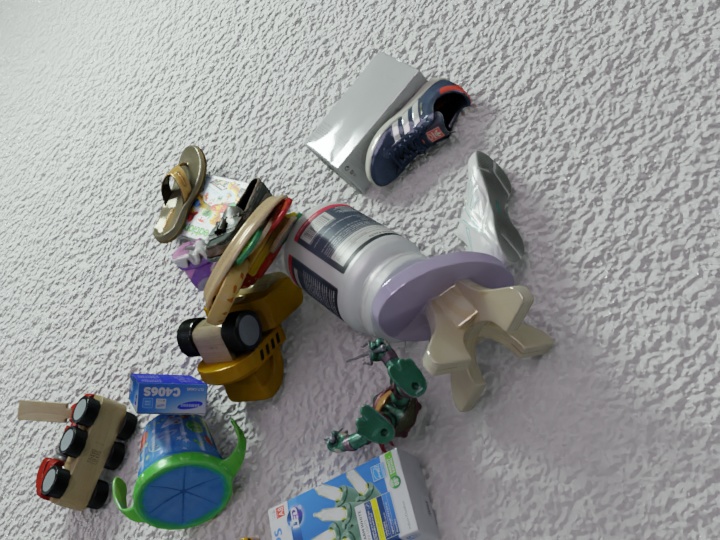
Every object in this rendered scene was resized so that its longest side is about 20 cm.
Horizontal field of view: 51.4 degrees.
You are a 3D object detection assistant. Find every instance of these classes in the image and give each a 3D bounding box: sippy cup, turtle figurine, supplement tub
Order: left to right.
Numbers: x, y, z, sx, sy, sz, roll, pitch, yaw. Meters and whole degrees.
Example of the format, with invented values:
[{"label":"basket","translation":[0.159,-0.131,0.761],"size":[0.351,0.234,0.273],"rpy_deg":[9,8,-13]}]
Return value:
[{"label":"sippy cup","translation":[-0.260,0.275,1.072],"size":[0.131,0.177,0.140],"rpy_deg":[-118,38,-52]},{"label":"supplement tub","translation":[0.000,0.000,1.028],"size":[0.200,0.140,0.141],"rpy_deg":[34,86,43]},{"label":"turtle figurine","translation":[0.025,0.160,0.913],"size":[0.100,0.200,0.151],"rpy_deg":[19,78,-4]}]

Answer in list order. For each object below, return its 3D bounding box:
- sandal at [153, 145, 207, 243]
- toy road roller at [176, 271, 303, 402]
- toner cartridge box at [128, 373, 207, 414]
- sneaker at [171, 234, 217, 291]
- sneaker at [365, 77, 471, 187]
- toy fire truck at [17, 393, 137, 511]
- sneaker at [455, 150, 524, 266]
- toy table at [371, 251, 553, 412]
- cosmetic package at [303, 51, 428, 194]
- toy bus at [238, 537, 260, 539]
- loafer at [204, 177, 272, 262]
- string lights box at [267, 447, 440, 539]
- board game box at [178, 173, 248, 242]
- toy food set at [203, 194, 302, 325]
[{"label":"sandal","translation":[-0.338,-0.147,1.370],"size":[0.080,0.054,0.201],"rpy_deg":[2,66,38]},{"label":"toy road roller","translation":[-0.164,0.105,1.122],"size":[0.122,0.147,0.200],"rpy_deg":[-10,22,32]},{"label":"toner cartridge box","translation":[-0.286,0.179,1.097],"size":[0.200,0.094,0.043],"rpy_deg":[168,104,-70]},{"label":"sneaker","translation":[-0.206,-0.025,1.242],"size":[0.199,0.089,0.081],"rpy_deg":[-21,22,-1]},{"label":"sneaker","translation":[0.089,-0.204,1.127],"size":[0.200,0.075,0.084],"rpy_deg":[-53,43,-2]},{"label":"toy fire truck","translation":[-0.495,0.287,1.245],"size":[0.199,0.128,0.177],"rpy_deg":[-2,63,48]},{"label":"sneaker","translation":[0.161,-0.079,1.008],"size":[0.080,0.070,0.201],"rpy_deg":[-38,39,39]},{"label":"toy table","translation":[0.124,0.064,0.879],"size":[0.199,0.185,0.117],"rpy_deg":[-15,47,-25]},{"label":"cosmetic package","translation":[0.018,-0.239,1.197],"size":[0.200,0.081,0.113],"rpy_deg":[-48,47,1]},{"label":"toy bus","translation":[-0.170,0.418,0.926],"size":[0.200,0.078,0.065],"rpy_deg":[-49,44,16]},{"label":"loafer","translation":[-0.193,-0.082,1.163],"size":[0.072,0.063,0.200],"rpy_deg":[-13,23,26]},{"label":"string lights box","translation":[-0.012,0.308,0.912],"size":[0.199,0.059,0.103],"rpy_deg":[-31,52,19]},{"label":"board game box","translation":[-0.268,-0.107,1.357],"size":[0.199,0.035,0.127],"rpy_deg":[16,75,41]},{"label":"toy food set","translation":[-0.149,-0.022,1.036],"size":[0.049,0.200,0.198],"rpy_deg":[34,100,-1]}]
